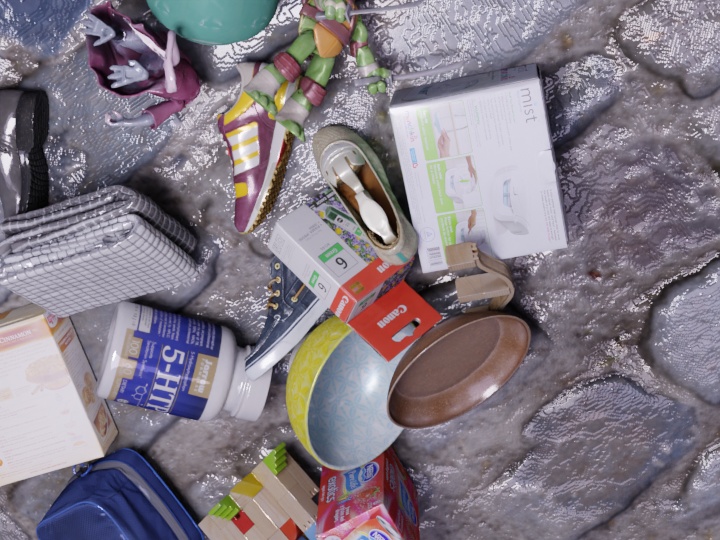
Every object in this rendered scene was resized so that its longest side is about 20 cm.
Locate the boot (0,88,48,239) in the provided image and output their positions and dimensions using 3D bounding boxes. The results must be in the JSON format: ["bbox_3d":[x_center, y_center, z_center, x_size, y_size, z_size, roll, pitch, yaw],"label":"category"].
[{"bbox_3d":[-0.448,-0.127,1.616,0.130,0.070,0.203,7,99,6],"label":"boot"}]

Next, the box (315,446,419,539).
[{"bbox_3d":[0.011,0.296,1.640,0.095,0.200,0.100,-27,105,9],"label":"box"}]

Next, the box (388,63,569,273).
[{"bbox_3d":[0.138,-0.117,1.539,0.174,0.097,0.202,-11,108,9],"label":"box"}]

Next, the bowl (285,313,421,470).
[{"bbox_3d":[-0.024,0.127,1.624,0.107,0.199,0.202,28,117,41],"label":"bowl"}]

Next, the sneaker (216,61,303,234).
[{"bbox_3d":[-0.131,-0.145,1.574,0.089,0.075,0.202,19,103,5],"label":"sneaker"}]

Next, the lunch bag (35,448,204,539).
[{"bbox_3d":[-0.308,0.329,1.724,0.135,0.133,0.201,-26,106,31],"label":"lunch bag"}]

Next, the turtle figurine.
[{"bbox_3d":[-0.019,-0.230,1.453,0.199,0.144,0.194,39,91,5],"label":"turtle figurine"}]

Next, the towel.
[{"bbox_3d":[-0.312,-0.023,1.583,0.198,0.166,0.087,-16,68,14],"label":"towel"}]

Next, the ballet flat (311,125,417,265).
[{"bbox_3d":[0.002,-0.095,1.531,0.067,0.062,0.201,-39,70,9],"label":"ballet flat"}]

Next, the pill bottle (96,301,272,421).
[{"bbox_3d":[-0.213,0.118,1.638,0.198,0.120,0.121,14,111,-13],"label":"pill bottle"}]

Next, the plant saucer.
[{"bbox_3d":[0.111,0.112,1.605,0.199,0.037,0.201,-22,145,-16],"label":"plant saucer"}]

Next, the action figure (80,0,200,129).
[{"bbox_3d":[-0.222,-0.231,1.494,0.147,0.200,0.136,-2,80,23],"label":"action figure"}]

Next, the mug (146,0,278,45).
[{"bbox_3d":[-0.166,-0.328,1.478,0.150,0.186,0.115,-2,129,-21],"label":"mug"}]

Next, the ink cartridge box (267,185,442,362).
[{"bbox_3d":[0.000,0.000,1.544,0.200,0.109,0.051,44,142,14],"label":"ink cartridge box"}]

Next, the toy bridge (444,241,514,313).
[{"bbox_3d":[0.144,0.019,1.559,0.066,0.200,0.028,-11,63,8],"label":"toy bridge"}]

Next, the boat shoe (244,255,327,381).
[{"bbox_3d":[-0.090,0.033,1.606,0.091,0.071,0.201,42,78,-3],"label":"boat shoe"}]

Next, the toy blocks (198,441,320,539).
[{"bbox_3d":[-0.110,0.324,1.700,0.137,0.100,0.200,48,121,6],"label":"toy blocks"}]

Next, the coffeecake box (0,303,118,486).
[{"bbox_3d":[-0.420,0.153,1.701,0.152,0.073,0.202,-16,107,11],"label":"coffeecake box"}]
